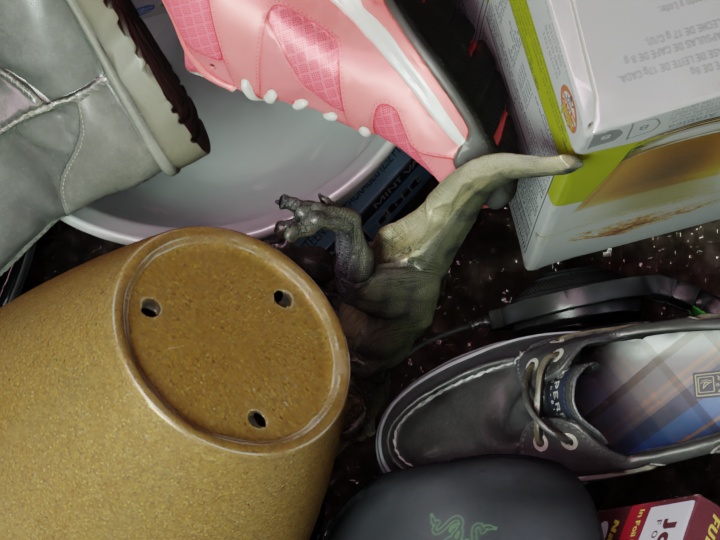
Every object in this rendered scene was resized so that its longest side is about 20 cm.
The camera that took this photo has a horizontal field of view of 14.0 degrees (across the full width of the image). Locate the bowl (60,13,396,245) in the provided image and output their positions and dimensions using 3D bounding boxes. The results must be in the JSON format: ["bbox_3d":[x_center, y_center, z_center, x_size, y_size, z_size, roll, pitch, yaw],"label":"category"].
[{"bbox_3d":[-0.058,-0.087,1.212,0.201,0.090,0.201,-4,69,9],"label":"bowl"}]

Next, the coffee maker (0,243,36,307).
[{"bbox_3d":[-0.237,0.016,1.232,0.135,0.192,0.200,-5,74,31],"label":"coffee maker"}]

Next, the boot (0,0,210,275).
[{"bbox_3d":[-0.180,-0.061,1.121,0.200,0.073,0.182,-28,97,9],"label":"boot"}]

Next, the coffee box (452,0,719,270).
[{"bbox_3d":[0.141,-0.139,1.153,0.199,0.198,0.200,-15,76,-7],"label":"coffee box"}]

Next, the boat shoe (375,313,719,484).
[{"bbox_3d":[0.096,0.052,1.135,0.200,0.066,0.070,-6,77,17],"label":"boat shoe"}]

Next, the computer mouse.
[{"bbox_3d":[0.011,0.126,1.114,0.200,0.053,0.139,-28,52,46],"label":"computer mouse"}]

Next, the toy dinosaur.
[{"bbox_3d":[0.000,0.000,1.109,0.088,0.200,0.048,16,49,-17],"label":"toy dinosaur"}]

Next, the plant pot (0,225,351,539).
[{"bbox_3d":[-0.089,0.072,1.089,0.186,0.200,0.187,16,52,-21],"label":"plant pot"}]

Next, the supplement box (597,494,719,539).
[{"bbox_3d":[0.074,0.155,1.123,0.061,0.200,0.109,32,64,-24],"label":"supplement box"}]

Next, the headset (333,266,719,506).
[{"bbox_3d":[0.079,0.054,1.226,0.200,0.094,0.124,19,84,1],"label":"headset"}]

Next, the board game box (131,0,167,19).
[{"bbox_3d":[-0.057,-0.210,1.190,0.134,0.034,0.200,-16,68,5],"label":"board game box"}]

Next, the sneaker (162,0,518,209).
[{"bbox_3d":[-0.021,-0.092,1.120,0.087,0.074,0.200,-41,93,21],"label":"sneaker"}]

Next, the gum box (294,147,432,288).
[{"bbox_3d":[-0.061,-0.088,1.289,0.200,0.045,0.170,42,89,17],"label":"gum box"}]
